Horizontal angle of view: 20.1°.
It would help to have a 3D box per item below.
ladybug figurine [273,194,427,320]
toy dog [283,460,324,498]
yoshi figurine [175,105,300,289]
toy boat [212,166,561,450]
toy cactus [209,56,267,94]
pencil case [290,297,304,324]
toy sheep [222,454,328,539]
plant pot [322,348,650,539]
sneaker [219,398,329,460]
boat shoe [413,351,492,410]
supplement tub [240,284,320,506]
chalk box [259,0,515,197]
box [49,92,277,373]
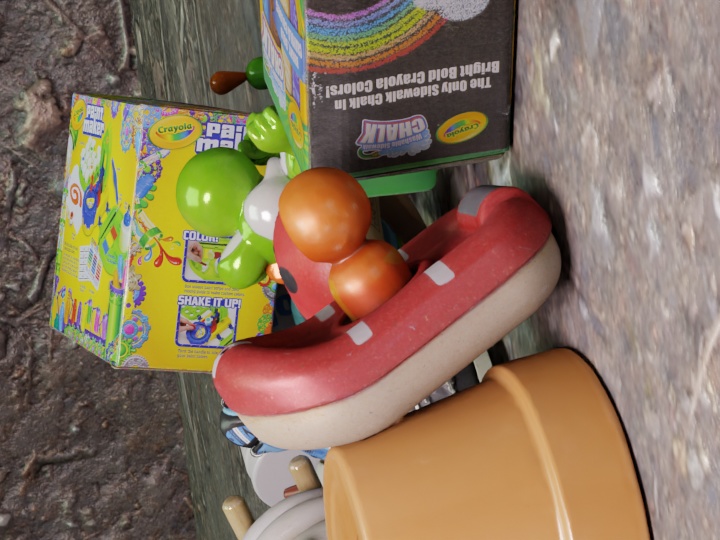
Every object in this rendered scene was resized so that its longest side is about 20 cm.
[{"bbox_3d":[0.000,0.000,1.290,0.200,0.072,0.136,48,-150,-55],"label":"ladybug figurine"},{"bbox_3d":[-0.010,0.181,1.428,0.132,0.096,0.200,63,-168,-13],"label":"toy dog"},{"bbox_3d":[-0.054,-0.087,1.347,0.112,0.112,0.200,41,102,43],"label":"yoshi figurine"},{"bbox_3d":[0.001,0.003,1.098,0.131,0.200,0.130,54,172,-10],"label":"toy boat"},{"bbox_3d":[-0.042,-0.136,1.572,0.165,0.102,0.200,65,155,25],"label":"toy cactus"},{"bbox_3d":[-0.014,-0.040,1.479,0.092,0.085,0.201,-55,-30,-48],"label":"pencil case"},{"bbox_3d":[-0.021,0.193,1.244,0.200,0.137,0.138,-143,44,-65],"label":"toy sheep"},{"bbox_3d":[0.061,0.151,1.098,0.200,0.139,0.201,171,90,-80],"label":"plant pot"},{"bbox_3d":[-0.047,0.100,1.340,0.200,0.090,0.079,176,72,-87],"label":"sneaker"},{"bbox_3d":[0.058,0.133,1.295,0.072,0.067,0.201,-114,14,-53],"label":"boat shoe"},{"bbox_3d":[-0.045,0.078,1.614,0.132,0.131,0.200,93,163,-48],"label":"supplement tub"},{"bbox_3d":[0.012,-0.134,1.161,0.124,0.124,0.201,-113,19,-51],"label":"chalk box"},{"bbox_3d":[-0.150,-0.033,1.556,0.200,0.122,0.193,-160,76,-66],"label":"box"}]
